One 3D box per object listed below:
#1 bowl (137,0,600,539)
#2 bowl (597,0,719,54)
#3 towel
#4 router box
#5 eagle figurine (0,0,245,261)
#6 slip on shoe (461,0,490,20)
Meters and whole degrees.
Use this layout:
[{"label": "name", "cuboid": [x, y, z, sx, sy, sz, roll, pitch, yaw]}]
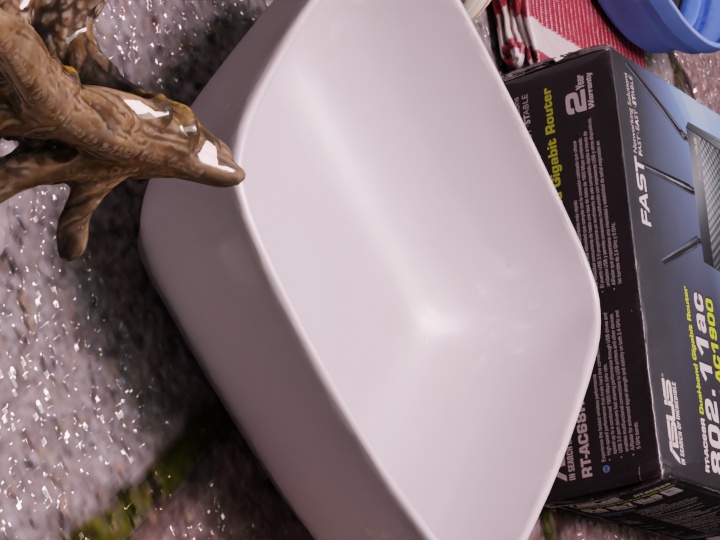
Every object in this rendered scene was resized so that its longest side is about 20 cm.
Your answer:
[{"label": "bowl", "cuboid": [0.000, 0.000, 0.826, 0.200, 0.074, 0.200, 60, 32, -23]}, {"label": "bowl", "cuboid": [0.141, -0.203, 1.158, 0.200, 0.039, 0.202, 35, 48, -52]}, {"label": "towel", "cuboid": [0.096, -0.174, 1.126, 0.144, 0.023, 0.201, 20, 61, -57]}, {"label": "router box", "cuboid": [0.132, 0.015, 1.052, 0.150, 0.062, 0.201, 20, 59, -53]}, {"label": "eagle figurine", "cuboid": [-0.106, -0.100, 0.677, 0.200, 0.150, 0.152, 57, -26, 33]}, {"label": "slip on shoe", "cuboid": [0.030, -0.191, 0.976, 0.061, 0.074, 0.201, 26, 49, -56]}]
